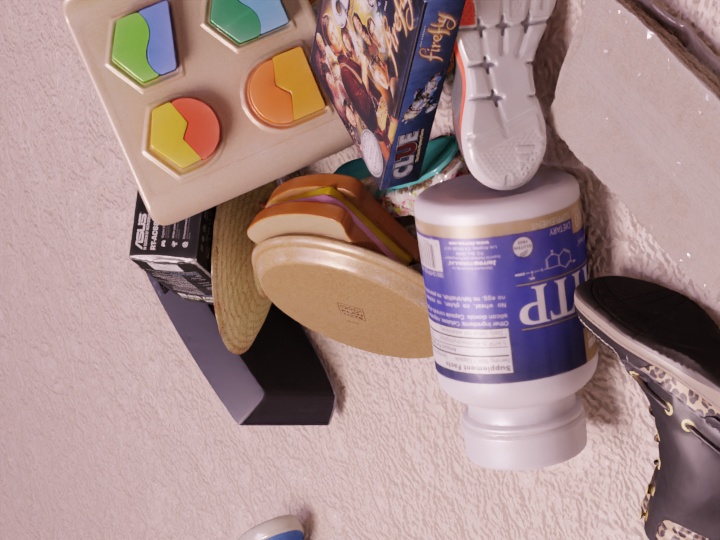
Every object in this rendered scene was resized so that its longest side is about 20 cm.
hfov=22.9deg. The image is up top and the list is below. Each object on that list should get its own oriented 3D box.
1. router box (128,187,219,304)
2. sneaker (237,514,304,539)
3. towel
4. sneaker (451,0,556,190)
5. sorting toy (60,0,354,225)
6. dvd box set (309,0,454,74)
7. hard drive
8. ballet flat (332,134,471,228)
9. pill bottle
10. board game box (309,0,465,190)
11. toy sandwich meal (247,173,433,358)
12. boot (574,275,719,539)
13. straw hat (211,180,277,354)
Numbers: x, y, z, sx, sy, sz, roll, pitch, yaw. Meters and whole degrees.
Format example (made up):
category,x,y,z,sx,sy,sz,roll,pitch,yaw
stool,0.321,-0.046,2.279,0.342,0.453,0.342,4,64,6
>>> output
category,x,y,z,sx,sy,sz,roll,pitch,yaw
router box,-0.136,-0.084,1.522,0.150,0.062,0.200,49,-135,-71
sneaker,-0.081,0.328,1.764,0.111,0.077,0.200,63,152,27
towel,0.201,-0.088,1.158,0.200,0.034,0.133,53,146,31
sneaker,0.088,-0.157,1.251,0.082,0.077,0.200,-170,83,-76
sorting toy,-0.116,-0.158,1.406,0.036,0.185,0.200,-145,32,-79
dvd box set,0.021,-0.202,1.389,0.146,0.029,0.200,66,149,14
hard drive,-0.107,0.056,1.631,0.042,0.135,0.200,-49,58,26
ballet flat,0.043,-0.065,1.404,0.064,0.076,0.200,48,159,-19
pill bottle,0.109,0.035,1.281,0.120,0.120,0.200,14,117,55
board game box,0.016,-0.172,1.269,0.200,0.035,0.136,103,146,-53
toy sandwich meal,0.000,0.000,1.427,0.205,0.205,0.070,-21,44,59
boot,0.212,0.104,1.201,0.200,0.073,0.151,34,132,39
straw hat,-0.059,-0.023,1.538,0.085,0.201,0.201,4,114,12
